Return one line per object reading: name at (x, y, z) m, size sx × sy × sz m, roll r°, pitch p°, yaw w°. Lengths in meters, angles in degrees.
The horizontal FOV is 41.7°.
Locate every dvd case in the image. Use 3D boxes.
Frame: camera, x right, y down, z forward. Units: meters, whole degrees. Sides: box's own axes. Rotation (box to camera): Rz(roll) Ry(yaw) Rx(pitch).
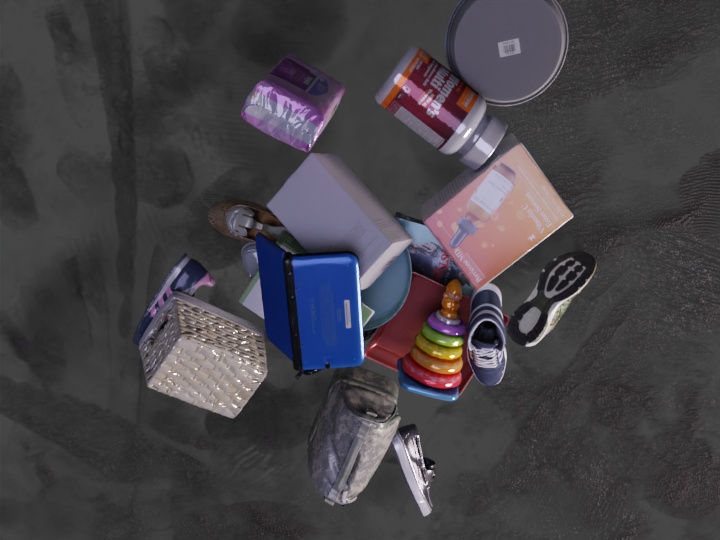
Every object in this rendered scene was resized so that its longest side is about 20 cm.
dvd case at (0.134, -0.005, 1.650) m, size 0.196 × 0.022 × 0.148 m, roll 16°, pitch 112°, yaw -5°

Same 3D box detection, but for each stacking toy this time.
stacking toy at (0.138, 0.109, 1.605) m, size 0.108 × 0.116 × 0.204 m, roll 13°, pitch 108°, yaw -7°

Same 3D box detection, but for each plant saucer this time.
plant saucer at (0.000, 0.000, 1.620) m, size 0.196 × 0.027 × 0.205 m, roll 1°, pitch 92°, yaw 24°
plant saucer at (0.132, 0.108, 1.671) m, size 0.197 × 0.037 × 0.202 m, roll 24°, pitch 120°, yaw -9°

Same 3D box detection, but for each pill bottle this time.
pill bottle at (0.129, -0.255, 1.498) m, size 0.199 × 0.110 × 0.110 m, roll 36°, pitch 110°, yaw -6°

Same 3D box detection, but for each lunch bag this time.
lunch bag at (-0.016, 0.299, 1.701) m, size 0.137 × 0.168 × 0.203 m, roll 22°, pitch 112°, yaw -5°

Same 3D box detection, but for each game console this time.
game console at (-0.082, 0.045, 1.522) m, size 0.167 × 0.119 × 0.204 m, roll -3°, pitch 117°, yaw 0°

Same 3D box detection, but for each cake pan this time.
cake pan at (0.232, -0.358, 1.495) m, size 0.196 × 0.037 × 0.204 m, roll 1°, pitch 112°, yaw 3°

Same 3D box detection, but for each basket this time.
basket at (-0.270, 0.151, 1.652) m, size 0.198 × 0.124 × 0.136 m, roll 25°, pitch 113°, yaw -30°

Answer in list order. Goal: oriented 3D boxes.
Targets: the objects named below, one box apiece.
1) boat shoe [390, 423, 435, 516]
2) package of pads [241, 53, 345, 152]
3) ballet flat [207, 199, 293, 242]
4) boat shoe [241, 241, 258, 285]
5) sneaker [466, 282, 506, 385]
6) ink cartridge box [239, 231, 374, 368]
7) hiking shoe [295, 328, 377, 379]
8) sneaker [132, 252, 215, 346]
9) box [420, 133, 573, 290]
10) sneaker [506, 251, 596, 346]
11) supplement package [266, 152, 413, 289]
boat shoe at (0.110, 0.372, 1.781) m, size 0.065 × 0.070 × 0.203 m, roll -24°, pitch 112°, yaw -7°
package of pads at (-0.101, -0.262, 1.468) m, size 0.119 × 0.201 × 0.076 m, roll 30°, pitch 116°, yaw -5°
ballet flat at (-0.167, -0.077, 1.609) m, size 0.196 × 0.065 × 0.072 m, roll 14°, pitch 88°, yaw 1°
boat shoe at (-0.144, 0.038, 1.662) m, size 0.073 × 0.065 × 0.204 m, roll -24°, pitch 109°, yaw 13°
sneaker at (0.212, 0.134, 1.594) m, size 0.069 × 0.109 × 0.203 m, roll -2°, pitch 121°, yaw 7°
ink cartridge box at (-0.088, 0.050, 1.594) m, size 0.198 × 0.048 × 0.146 m, roll 34°, pitch 119°, yaw -6°
hiking shoe at (-0.032, 0.125, 1.669) m, size 0.199 × 0.101 × 0.076 m, roll -40°, pitch 105°, yaw 17°
sneaker at (-0.333, 0.070, 1.684) m, size 0.081 × 0.070 × 0.201 m, roll 33°, pitch 112°, yaw -8°
box at (0.219, -0.097, 1.549) m, size 0.199 × 0.107 × 0.153 m, roll -39°, pitch 102°, yaw 11°
sneaker at (0.335, 0.052, 1.644) m, size 0.200 × 0.089 × 0.077 m, roll -48°, pitch 62°, yaw 2°
supplement package at (-0.032, -0.079, 1.545) m, size 0.121 × 0.119 × 0.201 m, roll -45°, pitch 80°, yaw 19°
